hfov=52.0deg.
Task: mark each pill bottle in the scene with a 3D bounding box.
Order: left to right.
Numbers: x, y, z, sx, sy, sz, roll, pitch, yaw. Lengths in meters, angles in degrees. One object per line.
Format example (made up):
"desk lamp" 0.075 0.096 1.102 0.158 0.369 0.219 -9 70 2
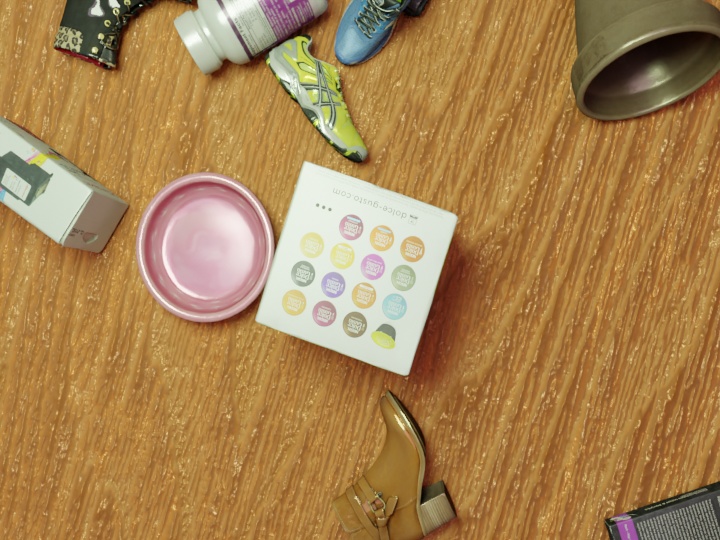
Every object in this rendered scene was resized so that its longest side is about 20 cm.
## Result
"pill bottle" -0.151 -0.356 1.008 0.197 0.112 0.114 -31 88 2

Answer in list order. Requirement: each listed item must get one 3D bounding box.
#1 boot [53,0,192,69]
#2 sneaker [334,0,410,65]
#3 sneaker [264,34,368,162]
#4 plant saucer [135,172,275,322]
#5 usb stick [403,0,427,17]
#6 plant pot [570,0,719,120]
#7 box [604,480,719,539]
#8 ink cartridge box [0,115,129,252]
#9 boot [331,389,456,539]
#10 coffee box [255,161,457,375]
"boot" -0.335 -0.361 1.035 0.195 0.073 0.155 17 89 7
"sneaker" 0.024 -0.363 0.990 0.078 0.089 0.201 41 118 0
"sneaker" -0.049 -0.240 1.020 0.076 0.075 0.202 -38 89 2
"plant saucer" -0.214 -0.032 1.037 0.194 0.051 0.207 0 90 3
"usb stick" 0.015 -0.431 1.040 0.198 0.033 0.056 36 92 3
"plant pot" 0.353 -0.323 0.961 0.194 0.201 0.179 -13 71 2
"box" 0.450 0.383 1.008 0.195 0.036 0.147 -18 89 4
"ink cartridge box" -0.433 -0.120 1.001 0.198 0.146 0.084 35 89 2
"boot" 0.028 0.284 1.018 0.152 0.077 0.204 -25 95 6
"coffee box" 0.000 0.000 0.951 0.195 0.200 0.203 19 91 3
